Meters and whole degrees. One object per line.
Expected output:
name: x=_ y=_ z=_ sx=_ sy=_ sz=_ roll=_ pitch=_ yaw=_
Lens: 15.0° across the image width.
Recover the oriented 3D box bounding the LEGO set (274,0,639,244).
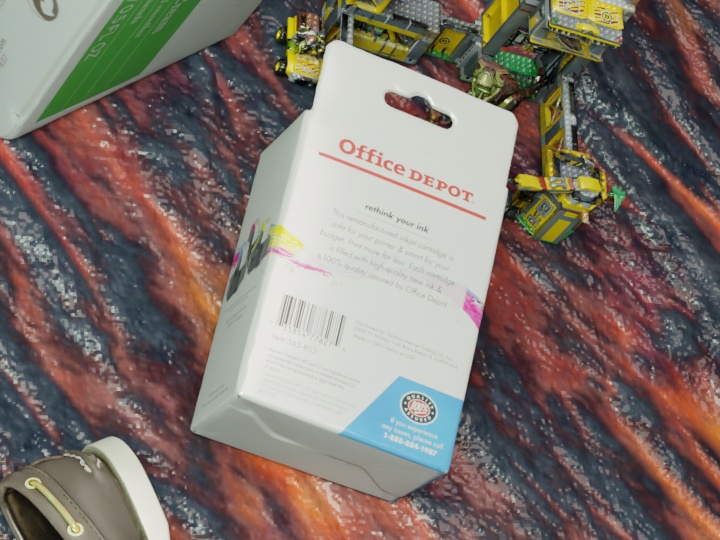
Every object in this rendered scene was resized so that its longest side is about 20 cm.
LEGO set: x=0.066 y=-0.111 z=1.448 sx=0.200 sy=0.116 sz=0.154 roll=21 pitch=53 yaw=-16

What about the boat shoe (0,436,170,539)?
boat shoe: x=-0.100 y=0.169 z=1.218 sx=0.059 sy=0.072 sz=0.200 roll=-15 pitch=66 yaw=-28

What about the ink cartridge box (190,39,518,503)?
ink cartridge box: x=0.000 y=0.000 z=1.356 sx=0.115 sy=0.068 sz=0.200 roll=22 pitch=64 yaw=-17

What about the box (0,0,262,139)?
box: x=-0.136 y=-0.213 z=1.347 sx=0.171 sy=0.199 sz=0.200 roll=-31 pitch=81 yaw=-39
